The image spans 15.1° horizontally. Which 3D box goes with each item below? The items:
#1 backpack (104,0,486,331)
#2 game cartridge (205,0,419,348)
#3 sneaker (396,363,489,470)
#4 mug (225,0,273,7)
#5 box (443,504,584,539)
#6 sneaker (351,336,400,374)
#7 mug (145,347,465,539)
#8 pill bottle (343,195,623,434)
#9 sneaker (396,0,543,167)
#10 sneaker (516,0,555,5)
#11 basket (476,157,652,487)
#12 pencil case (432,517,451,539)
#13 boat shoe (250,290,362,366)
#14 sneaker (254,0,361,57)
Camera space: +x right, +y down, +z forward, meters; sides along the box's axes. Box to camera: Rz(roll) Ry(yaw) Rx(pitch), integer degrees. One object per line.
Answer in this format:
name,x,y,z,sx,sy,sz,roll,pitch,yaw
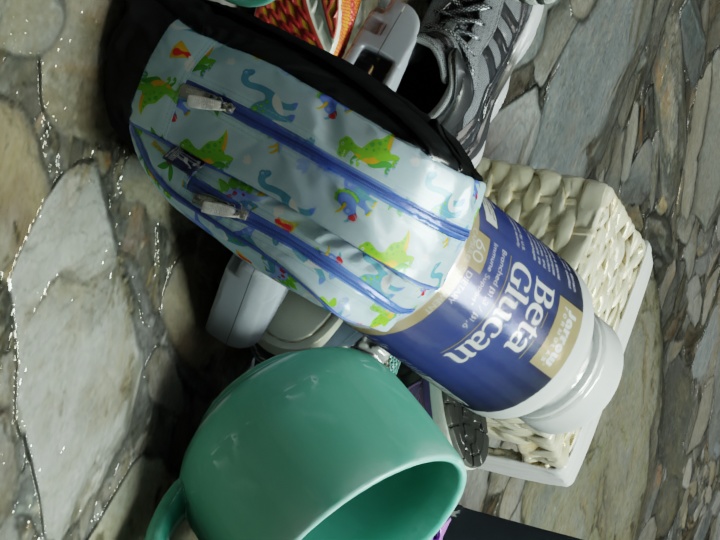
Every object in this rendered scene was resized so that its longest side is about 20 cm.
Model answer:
backpack,-0.029,-0.057,1.448,0.163,0.199,0.155,33,73,-68
game cartridge,-0.028,-0.053,1.610,0.201,0.041,0.133,-61,174,-24
sneaker,0.026,0.046,1.846,0.076,0.087,0.201,33,47,-54
mug,-0.042,-0.230,1.402,0.186,0.114,0.152,-62,-168,3
box,0.105,0.301,2.074,0.107,0.148,0.201,-41,139,-57
sneaker,-0.006,0.058,1.781,0.091,0.077,0.201,96,18,-66
mug,-0.041,0.121,1.598,0.185,0.115,0.152,-7,141,-48
pill bottle,0.074,0.023,1.661,0.200,0.111,0.112,36,67,-41
sneaker,0.063,-0.156,1.790,0.114,0.075,0.201,35,72,-70
sneaker,0.124,-0.284,1.771,0.116,0.075,0.201,-51,149,-57
basket,0.112,0.033,1.953,0.123,0.135,0.201,60,47,-58
pencil case,0.009,0.260,1.897,0.084,0.085,0.201,-32,131,-59
boat shoe,0.000,0.000,1.719,0.200,0.075,0.062,-51,164,-33
sneaker,-0.020,-0.203,1.591,0.077,0.073,0.201,19,92,-85
